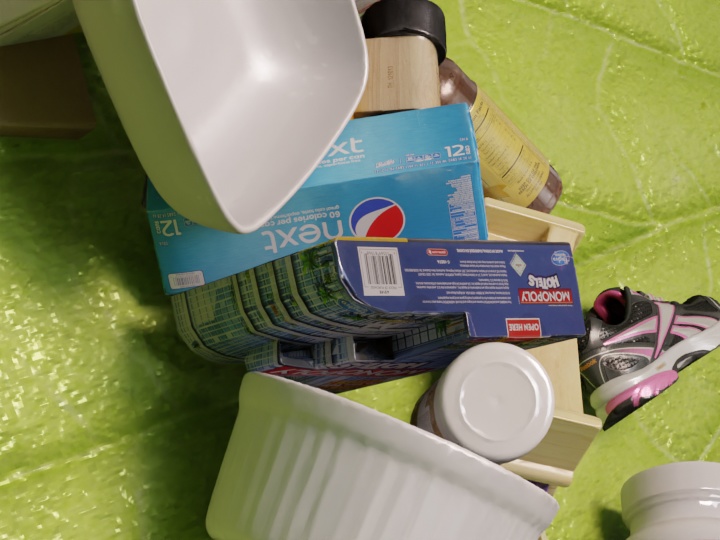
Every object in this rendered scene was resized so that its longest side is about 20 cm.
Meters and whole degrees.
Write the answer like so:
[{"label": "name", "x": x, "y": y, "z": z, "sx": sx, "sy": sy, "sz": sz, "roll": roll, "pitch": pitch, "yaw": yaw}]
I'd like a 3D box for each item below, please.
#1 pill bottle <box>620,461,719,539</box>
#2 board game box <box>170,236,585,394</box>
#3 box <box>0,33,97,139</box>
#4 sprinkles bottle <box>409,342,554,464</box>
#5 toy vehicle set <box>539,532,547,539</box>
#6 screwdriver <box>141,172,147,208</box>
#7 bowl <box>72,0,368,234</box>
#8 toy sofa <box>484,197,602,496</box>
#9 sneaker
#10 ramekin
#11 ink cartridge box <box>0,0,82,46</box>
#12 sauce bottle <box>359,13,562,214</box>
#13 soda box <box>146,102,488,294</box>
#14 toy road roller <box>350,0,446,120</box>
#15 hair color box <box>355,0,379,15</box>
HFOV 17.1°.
[{"label": "pill bottle", "x": 0.239, "y": 0.247, "z": 1.705, "sx": 0.115, "sy": 0.115, "sz": 0.202, "roll": 26, "pitch": 51, "yaw": -43}, {"label": "board game box", "x": -0.005, "y": 0.032, "z": 1.444, "sx": 0.199, "sy": 0.199, "sz": 0.062, "roll": 1, "pitch": 76, "yaw": -43}, {"label": "box", "x": -0.243, "y": -0.156, "z": 1.378, "sx": 0.199, "sy": 0.021, "sz": 0.165, "roll": -1, "pitch": 72, "yaw": -54}, {"label": "sprinkles bottle", "x": 0.070, "y": 0.089, "z": 1.447, "sx": 0.200, "sy": 0.068, "sz": 0.069, "roll": 115, "pitch": -44, "yaw": -80}, {"label": "toy vehicle set", "x": 0.059, "y": 0.187, "z": 1.578, "sx": 0.199, "sy": 0.026, "sz": 0.125, "roll": -4, "pitch": 74, "yaw": -54}, {"label": "screwdriver", "x": -0.122, "y": -0.118, "z": 1.515, "sx": 0.029, "sy": 0.028, "sz": 0.201, "roll": 67, "pitch": 23, "yaw": -56}, {"label": "bowl", "x": -0.086, "y": -0.140, "z": 1.372, "sx": 0.200, "sy": 0.074, "sz": 0.201, "roll": -53, "pitch": 130, "yaw": -44}, {"label": "toy sofa", "x": 0.106, "y": 0.057, "z": 1.656, "sx": 0.082, "sy": 0.098, "sz": 0.201, "roll": 14, "pitch": 45, "yaw": -14}, {"label": "sneaker", "x": 0.220, "y": 0.045, "z": 1.832, "sx": 0.087, "sy": 0.080, "sz": 0.200, "roll": 56, "pitch": 29, "yaw": 3}, {"label": "ramekin", "x": 0.006, "y": 0.142, "z": 1.388, "sx": 0.200, "sy": 0.200, "sz": 0.098, "roll": 31, "pitch": 79, "yaw": -40}, {"label": "ink cartridge box", "x": -0.167, "y": -0.222, "z": 1.424, "sx": 0.200, "sy": 0.083, "sz": 0.146, "roll": -22, "pitch": 89, "yaw": -56}, {"label": "sauce bottle", "x": 0.064, "y": -0.109, "z": 1.722, "sx": 0.200, "sy": 0.064, "sz": 0.065, "roll": 44, "pitch": 41, "yaw": -27}, {"label": "soda box", "x": -0.026, "y": -0.044, "z": 1.438, "sx": 0.068, "sy": 0.198, "sz": 0.065, "roll": -96, "pitch": 177, "yaw": -54}, {"label": "toy road roller", "x": -0.011, "y": -0.086, "z": 1.588, "sx": 0.200, "sy": 0.145, "sz": 0.124, "roll": 82, "pitch": 6, "yaw": -61}, {"label": "hair color box", "x": -0.013, "y": -0.207, "z": 1.642, "sx": 0.200, "sy": 0.101, "sz": 0.062, "roll": -27, "pitch": 93, "yaw": -56}]
